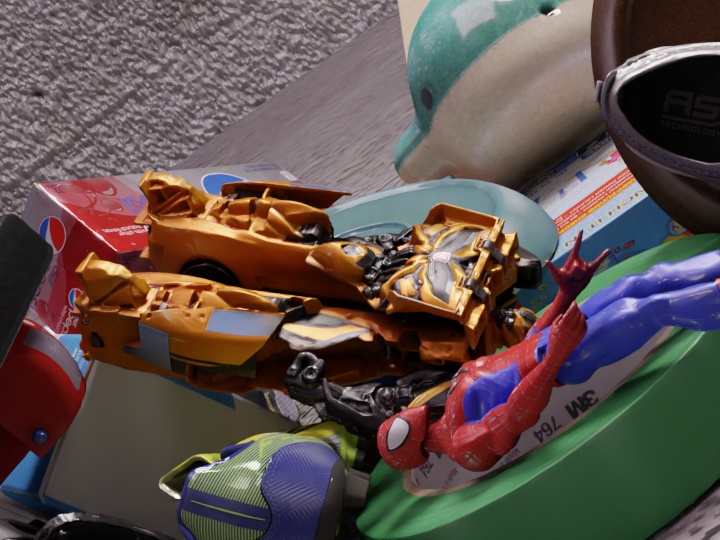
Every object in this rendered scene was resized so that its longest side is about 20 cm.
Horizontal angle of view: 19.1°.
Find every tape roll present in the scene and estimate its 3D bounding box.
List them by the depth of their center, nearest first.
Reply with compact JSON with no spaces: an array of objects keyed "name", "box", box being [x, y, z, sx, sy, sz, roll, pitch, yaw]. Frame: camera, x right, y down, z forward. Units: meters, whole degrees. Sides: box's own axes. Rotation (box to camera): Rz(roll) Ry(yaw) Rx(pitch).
[{"name":"tape roll","box":[0.090,0.064,0.901,0.200,0.048,0.201,-35,11,8]}]

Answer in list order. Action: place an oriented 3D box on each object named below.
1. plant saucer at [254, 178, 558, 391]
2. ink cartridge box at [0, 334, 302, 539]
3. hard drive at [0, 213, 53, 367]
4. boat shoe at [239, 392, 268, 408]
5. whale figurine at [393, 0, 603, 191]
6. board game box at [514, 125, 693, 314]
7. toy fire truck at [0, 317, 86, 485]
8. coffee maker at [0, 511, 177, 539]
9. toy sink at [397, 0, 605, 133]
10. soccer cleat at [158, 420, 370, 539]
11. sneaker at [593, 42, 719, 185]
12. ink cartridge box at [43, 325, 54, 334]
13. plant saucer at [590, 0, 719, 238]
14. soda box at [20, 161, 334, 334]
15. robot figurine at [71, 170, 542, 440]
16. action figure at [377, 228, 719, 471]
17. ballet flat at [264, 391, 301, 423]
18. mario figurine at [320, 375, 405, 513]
[{"name":"plant saucer","box":[0.000,0.000,1.064,0.198,0.028,0.200,-18,19,7]},{"name":"ink cartridge box","box":[-0.125,0.094,1.069,0.199,0.144,0.084,-2,66,58]},{"name":"hard drive","box":[-0.215,0.074,0.897,0.200,0.033,0.140,-42,16,24]},{"name":"boat shoe","box":[-0.107,0.041,1.227,0.062,0.072,0.200,-25,50,-11]},{"name":"whale figurine","box":[0.077,-0.101,1.219,0.158,0.104,0.200,-28,-20,-21]},{"name":"board game box","box":[0.145,-0.032,1.116,0.199,0.056,0.196,-36,11,8]},{"name":"toy fire truck","box":[-0.187,0.112,0.885,0.200,0.049,0.141,-49,16,-3]},{"name":"coffee maker","box":[-0.156,0.194,0.911,0.192,0.135,0.200,-42,11,-23]},{"name":"toy sink","box":[0.135,-0.124,1.330,0.130,0.200,0.113,-31,41,24]},{"name":"soccer cleat","box":[-0.042,0.091,0.904,0.200,0.083,0.065,158,125,-87]},{"name":"sneaker","box":[0.184,-0.051,0.840,0.198,0.076,0.082,5,5,29]},{"name":"ink cartridge box","box":[-0.141,0.079,1.323,0.200,0.085,0.147,-47,-23,-40]},{"name":"plant saucer","box":[0.183,-0.101,0.902,0.199,0.202,0.032,-31,-13,28]},{"name":"soda box","box":[-0.095,-0.010,1.151,0.199,0.070,0.064,-10,-49,-53]},{"name":"robot figurine","box":[-0.018,0.009,0.941,0.198,0.059,0.145,6,38,17]},{"name":"action figure","box":[0.087,0.024,0.833,0.199,0.052,0.066,-36,15,21]},{"name":"ballet flat","box":[-0.101,0.117,1.243,0.072,0.072,0.200,-29,13,35]},{"name":"mario figurine","box":[-0.006,0.038,1.155,0.122,0.107,0.200,-9,26,20]}]
